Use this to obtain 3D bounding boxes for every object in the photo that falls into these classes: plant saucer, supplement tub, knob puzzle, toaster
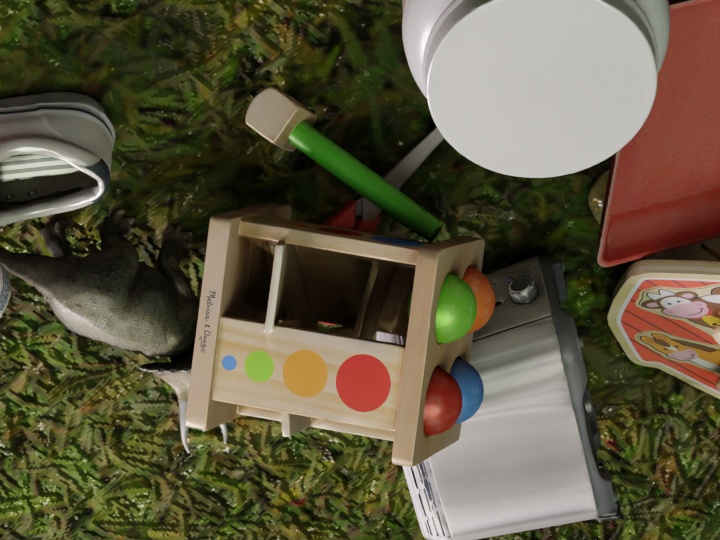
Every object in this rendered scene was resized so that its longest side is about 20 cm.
[{"bbox_3d":[0.233,-0.106,1.615,0.199,0.037,0.201,-15,138,-20],"label":"plant saucer"},{"bbox_3d":[0.093,-0.159,1.475,0.144,0.200,0.145,-1,130,-1],"label":"supplement tub"},{"bbox_3d":[0.241,0.045,1.699,0.218,0.031,0.220,10,157,4],"label":"knob puzzle"},{"bbox_3d":[0.087,0.093,1.727,0.129,0.114,0.201,-13,128,4],"label":"toaster"}]

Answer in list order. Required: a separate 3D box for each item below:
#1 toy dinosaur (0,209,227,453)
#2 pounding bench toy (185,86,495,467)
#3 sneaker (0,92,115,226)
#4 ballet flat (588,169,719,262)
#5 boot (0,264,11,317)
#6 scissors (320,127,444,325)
[{"bbox_3d":[-0.145,0.014,1.631,0.077,0.102,0.200,-42,123,20],"label":"toy dinosaur"},{"bbox_3d":[0.000,0.000,1.590,0.155,0.124,0.201,9,97,14],"label":"pounding bench toy"},{"bbox_3d":[-0.242,-0.059,1.579,0.199,0.071,0.073,-12,127,-2],"label":"sneaker"},{"bbox_3d":[0.232,-0.005,1.708,0.199,0.071,0.071,28,117,-27],"label":"ballet flat"},{"bbox_3d":[-0.312,0.018,1.597,0.199,0.073,0.090,-21,146,21],"label":"boot"},{"bbox_3d":[0.000,-0.041,1.671,0.073,0.014,0.200,19,122,-20],"label":"scissors"}]
